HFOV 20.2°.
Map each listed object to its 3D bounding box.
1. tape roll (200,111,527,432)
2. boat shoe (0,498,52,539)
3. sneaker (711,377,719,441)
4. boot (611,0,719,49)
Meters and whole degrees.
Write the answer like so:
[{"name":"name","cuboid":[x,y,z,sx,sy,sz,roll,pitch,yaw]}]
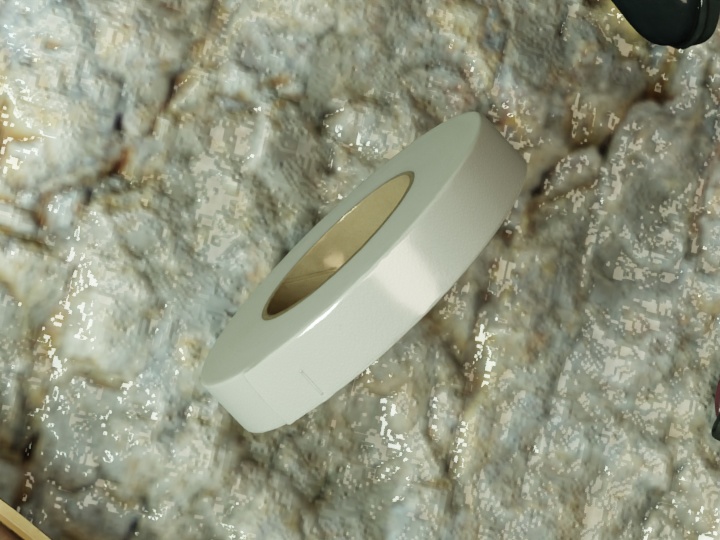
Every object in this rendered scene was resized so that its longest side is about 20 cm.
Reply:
[{"name":"tape roll","cuboid":[0.000,0.000,1.028,0.037,0.203,0.203,47,74,-11]},{"name":"boat shoe","cuboid":[-0.182,0.159,1.024,0.200,0.070,0.070,38,72,-13]},{"name":"sneaker","cuboid":[0.266,0.108,1.188,0.115,0.076,0.201,-13,80,-14]},{"name":"boot","cuboid":[0.094,-0.197,1.137,0.168,0.076,0.201,-21,87,-22]}]
